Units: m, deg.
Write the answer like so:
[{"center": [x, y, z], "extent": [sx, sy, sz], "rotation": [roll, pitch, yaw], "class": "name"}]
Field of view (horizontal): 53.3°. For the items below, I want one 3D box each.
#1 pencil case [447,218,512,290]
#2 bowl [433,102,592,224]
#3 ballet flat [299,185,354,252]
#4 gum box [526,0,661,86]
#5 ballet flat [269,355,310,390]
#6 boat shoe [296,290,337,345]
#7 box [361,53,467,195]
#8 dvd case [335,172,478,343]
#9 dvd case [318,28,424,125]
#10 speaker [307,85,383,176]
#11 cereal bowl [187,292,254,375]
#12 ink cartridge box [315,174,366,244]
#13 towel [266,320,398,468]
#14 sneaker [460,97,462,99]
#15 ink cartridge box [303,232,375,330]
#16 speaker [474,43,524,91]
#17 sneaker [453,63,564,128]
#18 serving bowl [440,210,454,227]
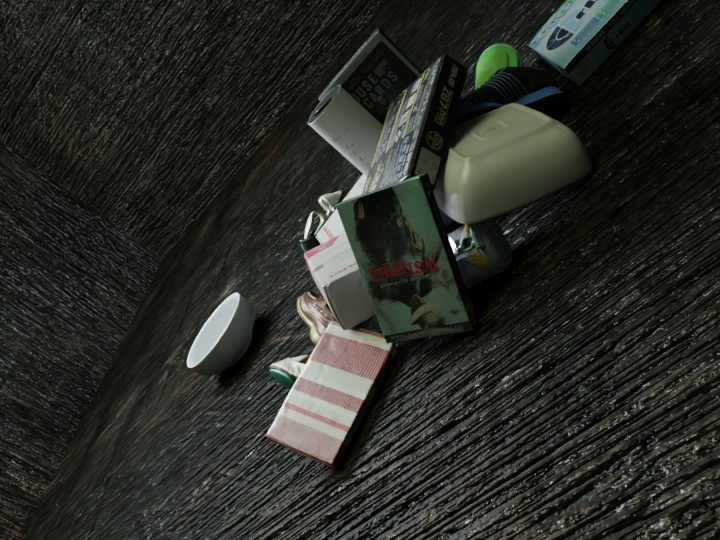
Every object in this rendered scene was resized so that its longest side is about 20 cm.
[{"center": [0.109, 0.004, 0.965], "extent": [0.199, 0.084, 0.090], "rotation": [-36, -7, 40], "class": "pencil case"}, {"center": [0.181, -0.154, 0.952], "extent": [0.197, 0.076, 0.200], "rotation": [-24, 26, -2], "class": "bowl"}, {"center": [-0.072, -0.124, 1.598], "extent": [0.068, 0.068, 0.202], "rotation": [-13, 44, 60], "class": "ballet flat"}, {"center": [0.357, -0.386, 1.112], "extent": [0.170, 0.044, 0.201], "rotation": [-47, 22, 17], "class": "gum box"}, {"center": [-0.080, 0.171, 1.161], "extent": [0.063, 0.068, 0.199], "rotation": [-48, 27, -19], "class": "ballet flat"}, {"center": [-0.057, 0.082, 1.237], "extent": [0.068, 0.072, 0.200], "rotation": [-45, 27, 4], "class": "boat shoe"}, {"center": [0.068, -0.176, 0.996], "extent": [0.161, 0.049, 0.203], "rotation": [-28, 41, 58], "class": "box"}, {"center": [0.058, -0.010, 0.923], "extent": [0.144, 0.203, 0.022], "rotation": [-12, 13, 40], "class": "dvd case"}, {"center": [0.051, -0.273, 1.189], "extent": [0.150, 0.199, 0.025], "rotation": [-43, 21, 23], "class": "dvd case"}, {"center": [0.010, -0.205, 1.166], "extent": [0.081, 0.199, 0.082], "rotation": [-42, 22, 22], "class": "speaker"}, {"center": [-0.305, 0.156, 1.637], "extent": [0.200, 0.083, 0.201], "rotation": [-45, 22, 23], "class": "cereal bowl"}, {"center": [0.016, -0.105, 1.351], "extent": [0.201, 0.082, 0.146], "rotation": [-52, 20, 5], "class": "ink cartridge box"}, {"center": [-0.040, 0.173, 1.037], "extent": [0.142, 0.023, 0.202], "rotation": [10, 62, 41], "class": "towel"}, {"center": [0.102, -0.182, 1.133], "extent": [0.201, 0.074, 0.079], "rotation": [-53, 10, -16], "class": "sneaker"}, {"center": [0.000, 0.000, 1.144], "extent": [0.144, 0.084, 0.200], "rotation": [-26, 20, -5], "class": "ink cartridge box"}, {"center": [0.232, -0.302, 1.194], "extent": [0.088, 0.088, 0.202], "rotation": [-38, 25, 35], "class": "speaker"}, {"center": [0.201, -0.253, 1.056], "extent": [0.071, 0.197, 0.079], "rotation": [105, 145, -55], "class": "sneaker"}, {"center": [0.139, -0.134, 1.152], "extent": [0.200, 0.065, 0.201], "rotation": [-45, 22, 23], "class": "serving bowl"}]
